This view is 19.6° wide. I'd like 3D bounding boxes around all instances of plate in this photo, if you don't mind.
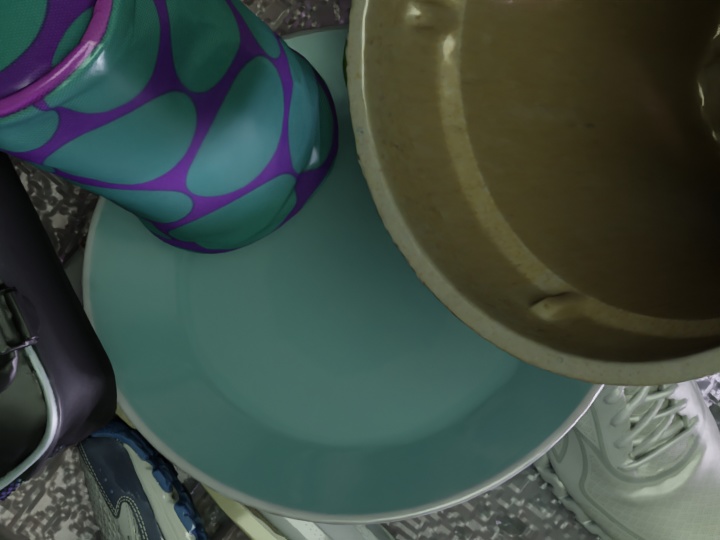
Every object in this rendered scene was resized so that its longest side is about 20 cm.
[{"bbox_3d":[0.000,0.000,0.752,0.200,0.026,0.201,-2,63,4],"label":"plate"}]

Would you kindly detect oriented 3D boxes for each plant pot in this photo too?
[{"bbox_3d":[0.130,-0.068,0.679,0.183,0.200,0.201,-1,97,-53],"label":"plant pot"}]

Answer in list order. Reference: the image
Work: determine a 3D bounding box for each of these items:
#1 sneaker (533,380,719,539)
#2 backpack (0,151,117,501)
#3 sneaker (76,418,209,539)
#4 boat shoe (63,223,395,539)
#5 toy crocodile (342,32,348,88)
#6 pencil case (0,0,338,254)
[{"bbox_3d":[0.097,0.039,0.825,0.075,0.081,0.200,-33,103,-11],"label":"sneaker"},{"bbox_3d":[-0.201,0.019,0.699,0.200,0.151,0.178,-27,93,5],"label":"backpack"},{"bbox_3d":[-0.084,0.157,0.793,0.085,0.077,0.200,-16,98,-8],"label":"sneaker"},{"bbox_3d":[-0.035,0.060,0.794,0.200,0.075,0.068,44,87,-11],"label":"boat shoe"},{"bbox_3d":[0.055,-0.142,0.725,0.067,0.062,0.200,33,112,-16],"label":"toy crocodile"},{"bbox_3d":[-0.078,-0.063,0.662,0.092,0.200,0.085,14,84,21],"label":"pencil case"}]
